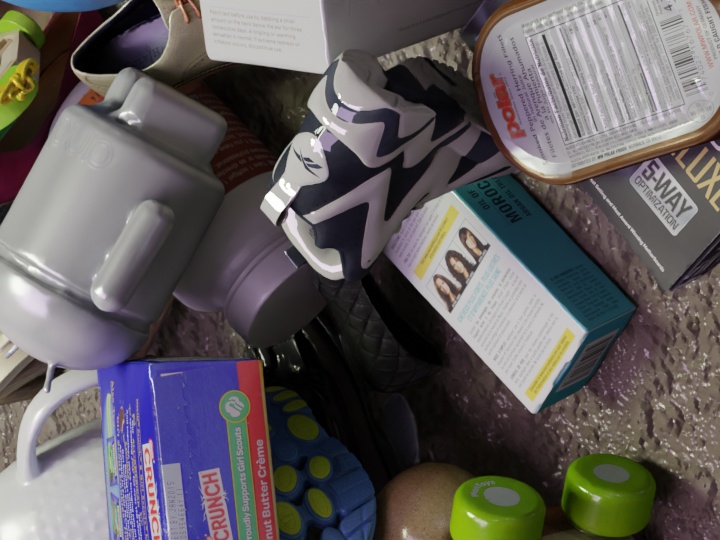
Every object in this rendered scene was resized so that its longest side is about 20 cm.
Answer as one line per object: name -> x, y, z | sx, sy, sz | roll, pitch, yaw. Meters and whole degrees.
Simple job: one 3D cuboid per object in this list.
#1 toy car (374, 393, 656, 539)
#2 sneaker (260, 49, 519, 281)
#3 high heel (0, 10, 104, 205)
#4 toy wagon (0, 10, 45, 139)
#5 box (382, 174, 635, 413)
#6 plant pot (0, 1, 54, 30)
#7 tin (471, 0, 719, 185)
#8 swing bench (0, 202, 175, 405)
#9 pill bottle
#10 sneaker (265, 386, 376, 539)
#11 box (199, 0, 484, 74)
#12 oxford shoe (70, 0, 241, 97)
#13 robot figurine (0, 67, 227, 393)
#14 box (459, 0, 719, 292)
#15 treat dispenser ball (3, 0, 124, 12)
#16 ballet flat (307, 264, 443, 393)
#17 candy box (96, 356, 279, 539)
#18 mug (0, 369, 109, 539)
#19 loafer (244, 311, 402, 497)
toy car -> 0.068, 0.168, 1.661 | 0.200, 0.158, 0.164 | 40, 130, 48
sneaker -> 0.013, -0.052, 1.542 | 0.079, 0.199, 0.130 | 46, 110, 18
high heel -> -0.234, -0.112, 1.790 | 0.067, 0.200, 0.096 | 6, 119, 26
toy wagon -> -0.265, -0.102, 1.745 | 0.200, 0.155, 0.040 | -4, 135, 51
box -> 0.071, -0.014, 1.628 | 0.200, 0.049, 0.082 | 48, 136, 19
plant pot -> -0.332, -0.247, 1.848 | 0.177, 0.200, 0.200 | 47, 136, 36
tin -> 0.139, -0.112, 1.448 | 0.200, 0.042, 0.112 | -18, 90, 48
swing bench -> -0.254, -0.001, 1.860 | 0.199, 0.200, 0.130 | 47, 135, 20
pill bottle -> -0.105, -0.046, 1.749 | 0.200, 0.112, 0.112 | 46, 135, 22
sneaker -> -0.038, 0.146, 1.687 | 0.200, 0.071, 0.083 | -127, 29, -58
box -> -0.013, -0.231, 1.539 | 0.106, 0.152, 0.200 | 11, 115, 43
oxford shoe -> -0.090, -0.162, 1.662 | 0.200, 0.074, 0.071 | -33, 73, 17
robot figurine -> -0.160, -0.023, 1.644 | 0.200, 0.113, 0.170 | -62, 20, 1
box -> 0.164, -0.113, 1.486 | 0.200, 0.050, 0.158 | 53, 137, 15
treat dispenser ball -> -0.187, -0.261, 1.668 | 0.201, 0.201, 0.201 | 22, 122, 39
ballet flat -> 0.000, 0.000, 1.661 | 0.200, 0.057, 0.066 | 67, -171, -45
candy box -> -0.108, 0.137, 1.660 | 0.200, 0.077, 0.169 | 175, 91, -76
mug -> -0.167, 0.149, 1.814 | 0.148, 0.175, 0.200 | -124, 23, -56
loafer -> -0.032, 0.098, 1.777 | 0.072, 0.063, 0.200 | -37, 80, 50
